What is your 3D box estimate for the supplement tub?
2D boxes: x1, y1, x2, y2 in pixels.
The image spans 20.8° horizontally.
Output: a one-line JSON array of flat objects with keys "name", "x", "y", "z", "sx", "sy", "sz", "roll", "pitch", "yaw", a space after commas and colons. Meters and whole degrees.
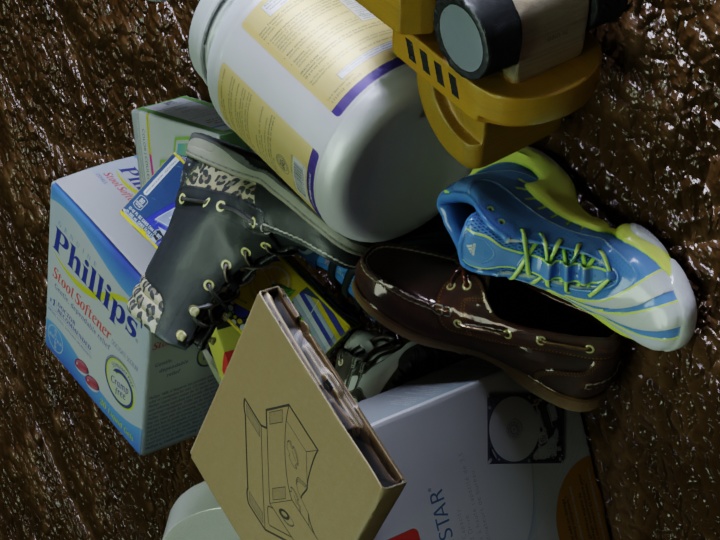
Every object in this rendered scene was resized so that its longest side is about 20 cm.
[{"name": "supplement tub", "x": -0.019, "y": -0.130, "z": 1.398, "sx": 0.200, "sy": 0.145, "sz": 0.146, "roll": 45, "pitch": 140, "yaw": 35}]

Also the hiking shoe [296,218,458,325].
[{"name": "hiking shoe", "x": 0.000, "y": 0.000, "z": 1.504, "sx": 0.199, "sy": 0.074, "sz": 0.087, "roll": 18, "pitch": 120, "yaw": 52}]

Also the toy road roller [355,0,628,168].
[{"name": "toy road roller", "x": 0.070, "y": -0.161, "z": 1.271, "sx": 0.200, "sy": 0.122, "sz": 0.147, "roll": 43, "pitch": 146, "yaw": 35}]

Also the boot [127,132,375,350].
[{"name": "boot", "x": -0.086, "y": -0.002, "z": 1.467, "sx": 0.203, "sy": 0.073, "sz": 0.155, "roll": 32, "pitch": 99, "yaw": 42}]

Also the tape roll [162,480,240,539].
[{"name": "tape roll", "x": -0.070, "y": 0.246, "z": 1.657, "sx": 0.203, "sy": 0.201, "sz": 0.037, "roll": 115, "pitch": 171, "yaw": -48}]

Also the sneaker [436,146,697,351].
[{"name": "sneaker", "x": 0.124, "y": -0.003, "z": 1.284, "sx": 0.200, "sy": 0.105, "sz": 0.076, "roll": 42, "pitch": 139, "yaw": 38}]

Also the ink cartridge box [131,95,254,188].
[{"name": "ink cartridge box", "x": -0.115, "y": -0.078, "z": 1.651, "sx": 0.199, "sy": 0.059, "sz": 0.105, "roll": 20, "pitch": 121, "yaw": 51}]

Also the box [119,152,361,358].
[{"name": "box", "x": -0.095, "y": -0.001, "z": 1.566, "sx": 0.200, "sy": 0.070, "sz": 0.064, "roll": 44, "pitch": -175, "yaw": 5}]

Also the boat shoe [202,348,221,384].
[{"name": "boat shoe", "x": -0.066, "y": 0.122, "z": 1.686, "sx": 0.201, "sy": 0.063, "sz": 0.074, "roll": 43, "pitch": 169, "yaw": 39}]

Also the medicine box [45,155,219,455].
[{"name": "medicine box", "x": -0.202, "y": 0.030, "z": 1.801, "sx": 0.182, "sy": 0.102, "sz": 0.201, "roll": 43, "pitch": 140, "yaw": 36}]

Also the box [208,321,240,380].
[{"name": "box", "x": -0.074, "y": 0.092, "z": 1.616, "sx": 0.050, "sy": 0.075, "sz": 0.201, "roll": 98, "pitch": 157, "yaw": -53}]

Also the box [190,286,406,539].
[{"name": "box", "x": -0.046, "y": 0.132, "z": 1.319, "sx": 0.164, "sy": 0.021, "sz": 0.200, "roll": 56, "pitch": 144, "yaw": 24}]

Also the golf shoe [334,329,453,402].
[{"name": "golf shoe", "x": 0.013, "y": 0.082, "z": 1.505, "sx": 0.095, "sy": 0.077, "sz": 0.200, "roll": 65, "pitch": 158, "yaw": 17}]

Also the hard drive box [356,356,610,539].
[{"name": "hard drive box", "x": 0.065, "y": 0.155, "z": 1.370, "sx": 0.077, "sy": 0.199, "sz": 0.157, "roll": -1, "pitch": 106, "yaw": 57}]

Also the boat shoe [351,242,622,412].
[{"name": "boat shoe", "x": 0.088, "y": 0.023, "z": 1.346, "sx": 0.199, "sy": 0.071, "sz": 0.071, "roll": 23, "pitch": 138, "yaw": 14}]
